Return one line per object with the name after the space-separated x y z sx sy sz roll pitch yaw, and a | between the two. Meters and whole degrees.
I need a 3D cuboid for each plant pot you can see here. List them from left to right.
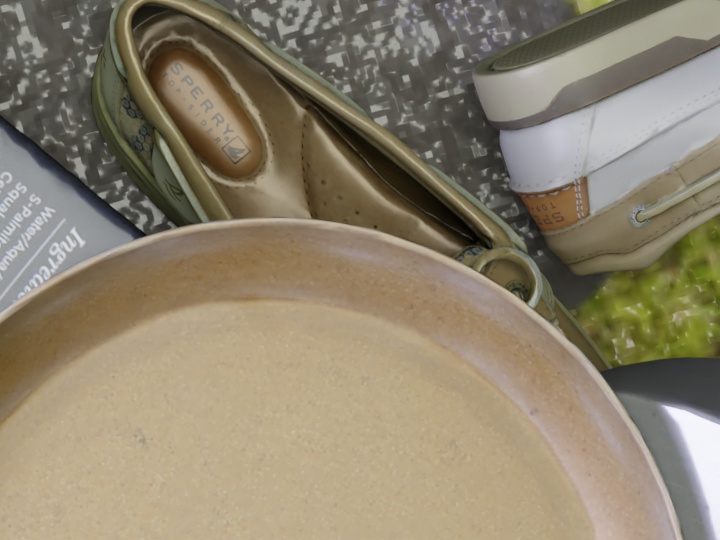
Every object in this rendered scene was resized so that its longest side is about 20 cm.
-0.021 0.088 0.677 0.199 0.027 0.201 0 86 -5 | plant pot

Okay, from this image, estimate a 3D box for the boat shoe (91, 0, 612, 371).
0.000 0.000 0.814 0.200 0.063 0.073 41 83 2 | boat shoe

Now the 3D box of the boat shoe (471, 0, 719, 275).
0.134 -0.061 0.831 0.199 0.075 0.069 -21 102 -5 | boat shoe

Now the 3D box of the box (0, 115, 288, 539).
-0.129 0.003 0.764 0.200 0.148 0.107 39 85 0 | box

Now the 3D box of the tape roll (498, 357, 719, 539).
0.077 0.125 0.730 0.200 0.066 0.201 4 97 32 | tape roll
